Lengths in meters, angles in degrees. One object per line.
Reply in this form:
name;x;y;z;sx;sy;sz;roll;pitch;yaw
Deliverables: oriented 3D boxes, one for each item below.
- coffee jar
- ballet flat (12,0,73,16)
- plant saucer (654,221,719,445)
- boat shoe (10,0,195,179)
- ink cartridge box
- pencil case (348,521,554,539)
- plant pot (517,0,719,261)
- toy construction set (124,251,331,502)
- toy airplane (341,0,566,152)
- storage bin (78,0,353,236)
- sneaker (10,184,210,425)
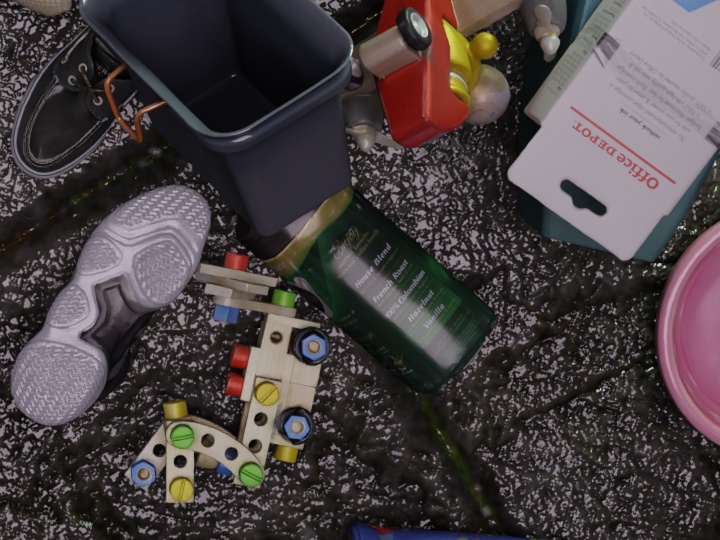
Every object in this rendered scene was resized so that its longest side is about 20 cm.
coffee jar;0.000;0.000;1.445;0.200;0.104;0.085;41;82;-11
ballet flat;-0.288;-0.253;1.390;0.200;0.067;0.062;51;54;0
plant saucer;0.325;0.047;1.524;0.200;0.051;0.201;-1;96;-7
boat shoe;-0.189;-0.152;1.425;0.069;0.057;0.200;38;90;-10
ink cartridge box;0.196;-0.122;1.342;0.116;0.068;0.200;35;98;-13
pencil case;0.080;0.244;1.495;0.200;0.078;0.087;5;66;-8
plant pot;0.193;-0.118;1.446;0.141;0.141;0.200;14;99;-9
toy construction set;-0.094;0.082;1.453;0.131;0.092;0.200;12;105;-9
toy airplane;0.057;-0.168;1.408;0.199;0.200;0.141;-50;118;-12
storage bin;-0.096;-0.119;1.348;0.145;0.200;0.134;-34;141;-16
sneaker;-0.181;0.024;1.419;0.075;0.114;0.200;36;85;-1
